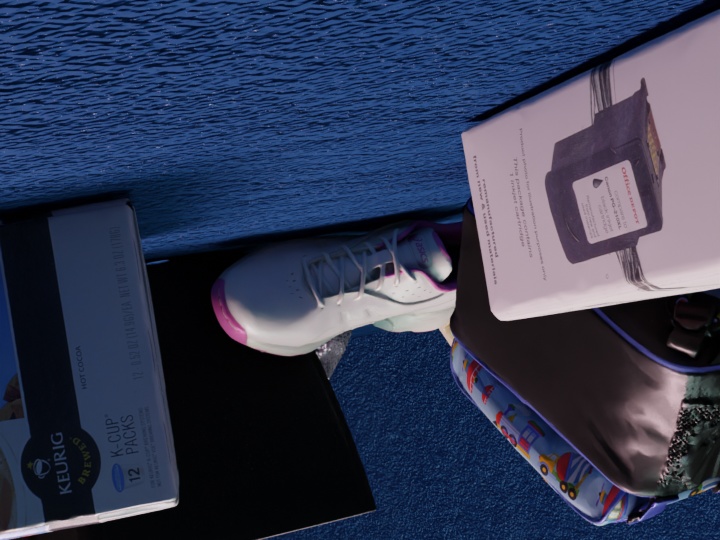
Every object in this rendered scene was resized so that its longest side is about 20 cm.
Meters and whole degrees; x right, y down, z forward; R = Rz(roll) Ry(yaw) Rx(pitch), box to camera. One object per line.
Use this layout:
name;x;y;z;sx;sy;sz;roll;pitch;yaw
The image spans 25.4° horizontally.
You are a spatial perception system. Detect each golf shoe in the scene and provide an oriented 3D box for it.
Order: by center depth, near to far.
golf shoe;0.000;0.000;0.993;0.199;0.076;0.091;-10;161;-40

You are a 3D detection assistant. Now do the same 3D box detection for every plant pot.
plant pot;-0.132;0.090;1.033;0.198;0.179;0.199;-7;176;-31

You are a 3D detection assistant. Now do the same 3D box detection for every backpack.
backpack;0.165;0.018;0.801;0.199;0.136;0.182;-16;-141;-31

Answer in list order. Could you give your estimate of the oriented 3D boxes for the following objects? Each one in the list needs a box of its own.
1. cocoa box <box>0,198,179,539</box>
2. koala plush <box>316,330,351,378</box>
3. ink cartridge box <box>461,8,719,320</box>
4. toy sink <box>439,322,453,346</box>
cocoa box;-0.158;0.053;0.749;0.130;0.135;0.200;-9;176;-7
koala plush;-0.084;0.139;1.694;0.182;0.202;0.177;-10;176;-1
ink cartridge box;0.147;-0.039;0.589;0.143;0.085;0.200;-9;177;-23
toy sink;0.140;0.049;1.189;0.112;0.131;0.200;-34;177;-11
